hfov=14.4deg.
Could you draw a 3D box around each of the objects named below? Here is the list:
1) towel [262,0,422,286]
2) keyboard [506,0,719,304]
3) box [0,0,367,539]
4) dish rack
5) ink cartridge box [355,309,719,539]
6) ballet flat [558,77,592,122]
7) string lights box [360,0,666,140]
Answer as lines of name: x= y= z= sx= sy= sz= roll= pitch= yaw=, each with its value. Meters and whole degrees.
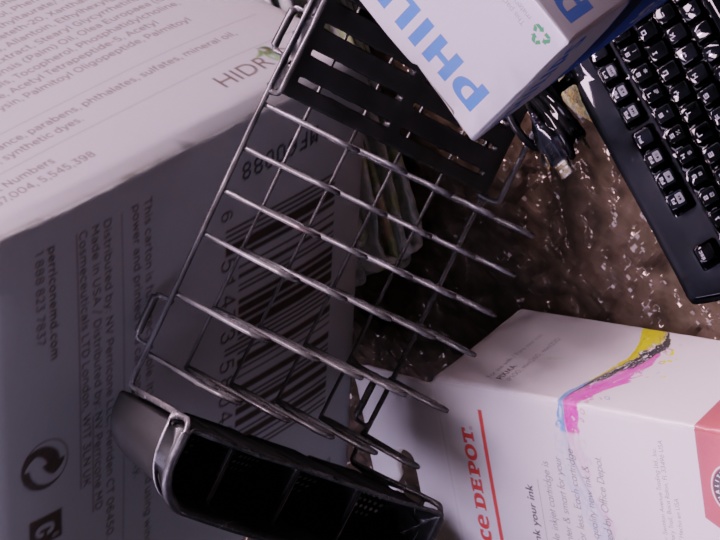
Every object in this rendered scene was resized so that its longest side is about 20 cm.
towel: x=-0.072 y=-0.073 z=1.170 sx=0.199 sy=0.048 sz=0.172 roll=-3 pitch=111 yaw=43
keyboard: x=0.085 y=-0.080 z=0.956 sx=0.104 sy=0.040 sz=0.201 roll=-33 pitch=70 yaw=19
box: x=-0.124 y=0.003 z=1.078 sx=0.171 sy=0.199 sz=0.200 roll=29 pitch=131 yaw=34
dish rack: x=0.000 y=0.000 z=1.026 sx=0.054 sy=0.153 sz=0.201 roll=27 pitch=93 yaw=39
ink cartridge box: x=0.100 y=0.085 z=1.098 sx=0.199 sy=0.067 sz=0.117 roll=10 pitch=121 yaw=37
ballet flat: x=0.141 y=-0.033 z=0.987 sx=0.200 sy=0.071 sz=0.071 roll=43 pitch=137 yaw=21
string lights box: x=0.073 y=-0.132 z=0.883 sx=0.103 sy=0.200 sz=0.059 roll=50 pitch=138 yaw=3
